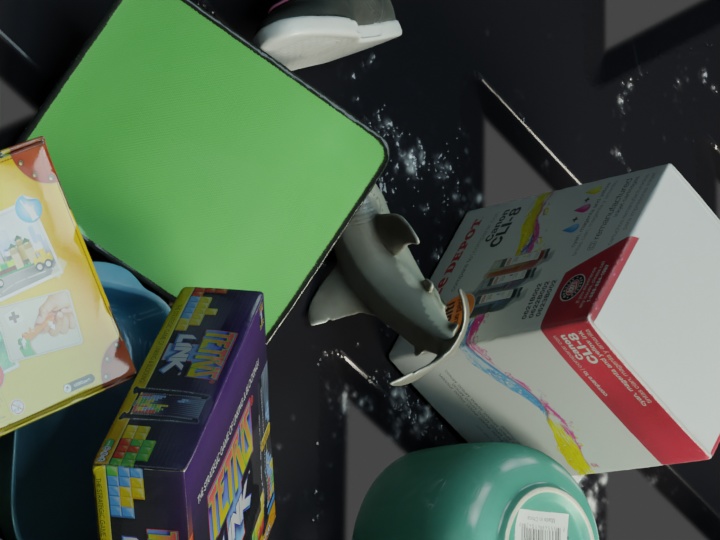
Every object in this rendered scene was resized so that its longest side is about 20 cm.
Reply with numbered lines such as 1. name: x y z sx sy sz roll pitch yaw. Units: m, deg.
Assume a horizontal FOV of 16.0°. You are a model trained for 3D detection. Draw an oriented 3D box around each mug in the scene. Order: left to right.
1. mug: 0.078 0.200 1.700 0.152 0.114 0.185 56 51 -21

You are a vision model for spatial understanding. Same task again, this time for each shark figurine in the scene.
1. shark figurine: 0.010 0.020 1.680 0.089 0.215 0.128 -27 139 -4

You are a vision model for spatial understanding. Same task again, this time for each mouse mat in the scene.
1. mouse mat: -0.099 -0.066 1.574 0.200 0.008 0.161 35 87 -14

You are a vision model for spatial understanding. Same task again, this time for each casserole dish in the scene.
1. casserole dish: -0.167 0.096 1.547 0.121 0.039 0.200 12 74 -40

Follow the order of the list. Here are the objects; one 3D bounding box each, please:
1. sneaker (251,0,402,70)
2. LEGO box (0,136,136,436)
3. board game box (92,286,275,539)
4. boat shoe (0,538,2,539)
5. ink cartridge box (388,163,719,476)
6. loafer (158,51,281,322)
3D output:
1. sneaker: -0.037 -0.186 1.664 0.099 0.071 0.200 70 21 -1
2. LEGO box: -0.247 0.030 1.430 0.200 0.077 0.149 -23 93 -32
3. board game box: -0.098 0.129 1.488 0.200 0.057 0.166 -69 162 -59
4. boat shoe: -0.202 0.201 1.465 0.200 0.074 0.067 37 16 -21
5. ink cartridge box: 0.151 0.040 1.737 0.145 0.200 0.145 46 55 -24
6. loafer: -0.088 -0.038 1.618 0.076 0.068 0.200 6 94 -12
